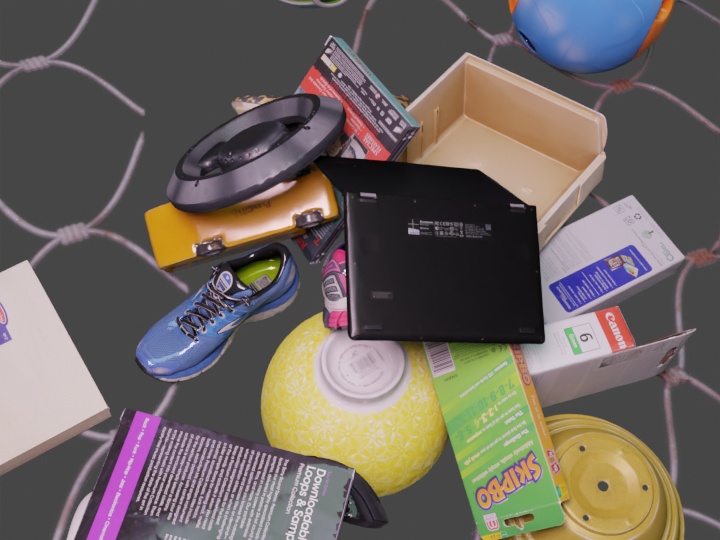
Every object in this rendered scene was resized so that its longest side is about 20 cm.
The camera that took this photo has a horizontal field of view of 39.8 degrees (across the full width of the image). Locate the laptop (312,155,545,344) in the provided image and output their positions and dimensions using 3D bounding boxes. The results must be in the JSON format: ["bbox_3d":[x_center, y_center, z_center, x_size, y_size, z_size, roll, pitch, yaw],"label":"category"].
[{"bbox_3d":[0.057,-0.024,0.925,0.186,0.116,0.201,2,76,-19],"label":"laptop"}]

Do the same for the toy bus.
[{"bbox_3d":[-0.123,-0.056,1.050,0.199,0.078,0.065,-16,83,2],"label":"toy bus"}]

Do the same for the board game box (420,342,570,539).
[{"bbox_3d":[0.124,0.142,0.921,0.030,0.095,0.201,1,69,-50],"label":"board game box"}]

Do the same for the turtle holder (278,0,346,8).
[{"bbox_3d":[-0.060,-0.391,1.259,0.141,0.185,0.132,-48,69,8],"label":"turtle holder"}]

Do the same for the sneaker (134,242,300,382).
[{"bbox_3d":[-0.148,0.033,1.019,0.200,0.089,0.079,-39,68,-22],"label":"sneaker"}]

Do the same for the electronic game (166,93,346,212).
[{"bbox_3d":[-0.106,-0.120,1.005,0.199,0.042,0.200,-22,28,12],"label":"electronic game"}]

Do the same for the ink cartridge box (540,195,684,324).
[{"bbox_3d":[0.246,-0.002,1.095,0.199,0.039,0.100,-23,63,-18],"label":"ink cartridge box"}]

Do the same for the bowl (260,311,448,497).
[{"bbox_3d":[0.000,0.110,0.974,0.199,0.108,0.201,2,59,-3],"label":"bowl"}]

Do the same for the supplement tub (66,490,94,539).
[{"bbox_3d":[-0.143,0.265,0.851,0.199,0.146,0.146,4,59,-1],"label":"supplement tub"}]

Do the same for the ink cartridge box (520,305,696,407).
[{"bbox_3d":[0.222,0.087,1.000,0.199,0.109,0.051,-14,62,-12],"label":"ink cartridge box"}]

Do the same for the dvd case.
[{"bbox_3d":[-0.038,-0.128,1.074,0.022,0.200,0.146,-5,50,-53],"label":"dvd case"}]

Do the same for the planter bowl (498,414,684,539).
[{"bbox_3d":[0.220,0.215,0.940,0.199,0.084,0.201,1,60,-2],"label":"planter bowl"}]

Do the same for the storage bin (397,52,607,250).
[{"bbox_3d":[0.140,-0.116,1.099,0.198,0.094,0.200,30,58,25],"label":"storage bin"}]

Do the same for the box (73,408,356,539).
[{"bbox_3d":[-0.116,0.203,0.786,0.199,0.036,0.144,13,60,6],"label":"box"}]

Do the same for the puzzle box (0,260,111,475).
[{"bbox_3d":[-0.355,0.096,1.006,0.133,0.025,0.200,-27,65,-18],"label":"puzzle box"}]

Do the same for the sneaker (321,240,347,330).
[{"bbox_3d":[0.000,0.000,0.994,0.080,0.200,0.075,-3,102,-1],"label":"sneaker"}]

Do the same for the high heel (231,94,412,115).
[{"bbox_3d":[-0.039,-0.187,1.176,0.199,0.072,0.143,25,51,13],"label":"high heel"}]

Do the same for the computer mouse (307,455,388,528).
[{"bbox_3d":[-0.073,0.180,0.886,0.199,0.140,0.046,14,82,21],"label":"computer mouse"}]

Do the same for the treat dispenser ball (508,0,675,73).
[{"bbox_3d":[0.278,-0.340,1.199,0.200,0.201,0.202,2,60,-3],"label":"treat dispenser ball"}]
